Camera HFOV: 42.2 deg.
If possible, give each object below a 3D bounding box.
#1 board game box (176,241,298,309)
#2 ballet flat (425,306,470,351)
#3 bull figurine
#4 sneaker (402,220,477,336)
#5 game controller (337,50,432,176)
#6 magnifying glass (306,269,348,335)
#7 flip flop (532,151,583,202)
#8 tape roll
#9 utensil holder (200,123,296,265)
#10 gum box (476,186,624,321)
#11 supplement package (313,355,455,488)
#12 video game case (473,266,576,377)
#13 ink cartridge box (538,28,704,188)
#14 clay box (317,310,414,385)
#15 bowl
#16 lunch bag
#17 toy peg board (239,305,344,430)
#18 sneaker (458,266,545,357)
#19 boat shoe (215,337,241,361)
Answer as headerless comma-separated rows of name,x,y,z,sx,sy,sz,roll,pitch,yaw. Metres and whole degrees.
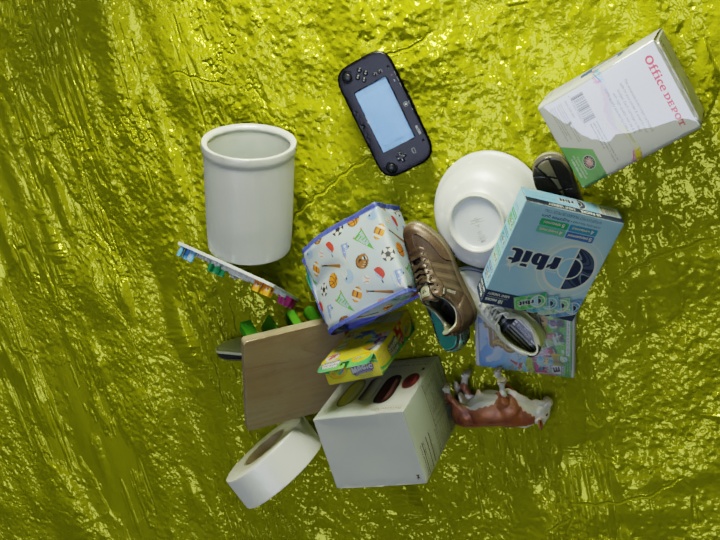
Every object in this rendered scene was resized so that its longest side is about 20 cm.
board game box,-0.226,0.013,1.729,0.197,0.200,0.026,23,85,13
ballet flat,0.143,0.042,1.635,0.073,0.074,0.205,-18,82,30
bull figurine,0.244,0.237,1.680,0.196,0.065,0.123,-13,114,30
sneaker,0.123,0.014,1.545,0.070,0.075,0.202,-33,90,46
game controller,0.042,-0.262,1.563,0.103,0.042,0.203,-21,104,31
magnifying glass,-0.049,0.067,1.767,0.078,0.022,0.204,-7,110,27
flip flop,0.317,-0.111,1.487,0.079,0.058,0.202,-11,128,18
tape roll,-0.172,0.379,1.860,0.201,0.203,0.071,-37,97,33
utensil holder,-0.197,-0.135,1.657,0.166,0.170,0.204,13,120,18
gum box,0.297,-0.022,1.480,0.166,0.045,0.203,11,125,-12
supplement package,0.050,0.275,1.711,0.188,0.200,0.150,-10,109,27
video game case,0.285,0.084,1.621,0.178,0.022,0.204,6,115,23
ink cartridge box,0.389,-0.240,1.387,0.198,0.088,0.147,-28,100,34
clay box,0.011,0.143,1.668,0.113,0.200,0.048,-14,108,29
bowl,0.201,-0.088,1.531,0.197,0.090,0.206,8,110,22
lunch bag,0.000,0.000,1.630,0.198,0.123,0.173,-28,75,25
toy peg board,-0.138,0.171,1.759,0.098,0.196,0.203,-130,35,-51
sneaker,0.235,0.067,1.574,0.199,0.071,0.074,38,105,0
boat shoe,-0.200,0.173,1.855,0.195,0.072,0.069,2,113,21
